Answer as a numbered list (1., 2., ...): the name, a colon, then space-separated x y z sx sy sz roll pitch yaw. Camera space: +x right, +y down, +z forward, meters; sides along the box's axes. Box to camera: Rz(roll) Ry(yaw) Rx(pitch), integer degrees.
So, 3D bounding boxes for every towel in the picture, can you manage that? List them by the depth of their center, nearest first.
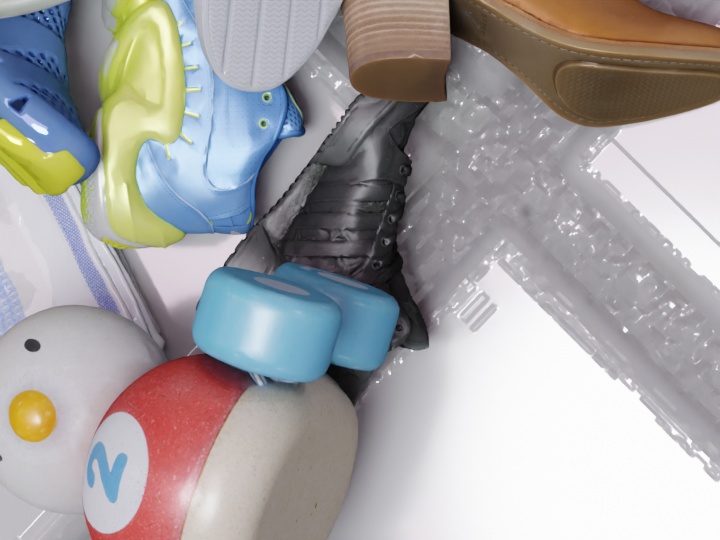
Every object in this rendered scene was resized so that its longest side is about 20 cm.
1. towel: -0.208 0.023 1.230 0.199 0.024 0.148 -28 84 12

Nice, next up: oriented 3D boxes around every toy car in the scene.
1. toy car: -0.112 0.071 1.086 0.199 0.177 0.186 18 96 15

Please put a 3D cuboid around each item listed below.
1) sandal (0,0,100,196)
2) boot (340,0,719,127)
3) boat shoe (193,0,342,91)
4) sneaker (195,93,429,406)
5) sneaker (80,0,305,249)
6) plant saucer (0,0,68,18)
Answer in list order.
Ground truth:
1. sandal: -0.172 -0.117 1.168 0.087 0.080 0.200 -35 56 -2
2. boot: 0.086 -0.153 1.136 0.199 0.074 0.156 6 67 -11
3. boat shoe: -0.040 -0.183 1.099 0.072 0.071 0.201 3 107 -23
4. sneaker: 0.000 0.000 1.165 0.104 0.060 0.200 40 97 2
5. sneaker: -0.075 -0.107 1.182 0.104 0.076 0.201 6 92 -5
6. plant saucer: -0.162 -0.210 1.151 0.199 0.050 0.201 -9 56 14
